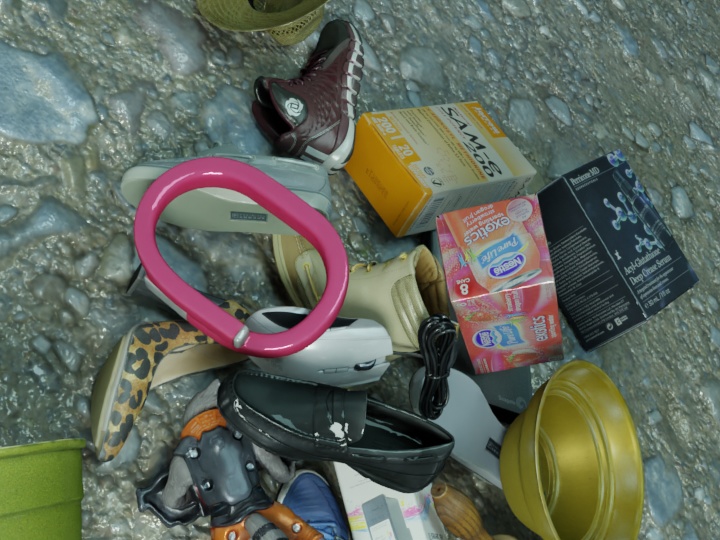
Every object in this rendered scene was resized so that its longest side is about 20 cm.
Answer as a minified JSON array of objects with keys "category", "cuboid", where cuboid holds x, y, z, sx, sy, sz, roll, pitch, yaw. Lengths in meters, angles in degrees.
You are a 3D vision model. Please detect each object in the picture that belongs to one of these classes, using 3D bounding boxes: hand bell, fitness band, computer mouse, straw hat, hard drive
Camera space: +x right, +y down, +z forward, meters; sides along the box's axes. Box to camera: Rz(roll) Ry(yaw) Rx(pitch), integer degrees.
[{"category":"hand bell","cuboid":[0.111,0.246,0.967,0.201,0.103,0.105,55,37,-38]},{"category":"fitness band","cuboid":[-0.103,-0.015,0.922,0.199,0.038,0.144,35,68,10]},{"category":"computer mouse","cuboid":[-0.010,0.080,0.948,0.196,0.111,0.044,6,38,-7]},{"category":"straw hat","cuboid":[-0.080,-0.304,1.192,0.086,0.198,0.204,67,25,-50]},{"category":"hard drive","cuboid":[0.128,0.062,1.194,0.138,0.033,0.203,21,54,-30]}]

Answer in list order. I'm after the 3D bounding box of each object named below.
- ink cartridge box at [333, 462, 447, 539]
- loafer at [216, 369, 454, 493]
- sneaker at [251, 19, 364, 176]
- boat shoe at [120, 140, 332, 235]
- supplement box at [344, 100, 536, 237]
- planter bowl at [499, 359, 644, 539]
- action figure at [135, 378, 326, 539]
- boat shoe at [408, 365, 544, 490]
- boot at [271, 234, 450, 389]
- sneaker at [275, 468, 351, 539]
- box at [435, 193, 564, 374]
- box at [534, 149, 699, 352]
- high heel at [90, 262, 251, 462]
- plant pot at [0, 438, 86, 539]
[{"category":"ink cartridge box","cuboid":[0.037,0.234,0.955,0.117,0.066,0.203,46,26,-69]},{"category":"loafer","cuboid":[-0.017,0.119,0.855,0.198,0.071,0.069,22,40,-19]},{"category":"sneaker","cuboid":[-0.061,-0.209,1.169,0.114,0.076,0.203,18,56,-27]},{"category":"boat shoe","cuboid":[-0.124,-0.083,1.015,0.197,0.070,0.072,7,57,-8]},{"category":"supplement box","cuboid":[0.090,-0.120,1.220,0.198,0.074,0.127,-14,59,-43]},{"category":"planter bowl","cuboid":[0.192,0.194,1.040,0.199,0.083,0.204,19,65,-45]},{"category":"action figure","cuboid":[-0.073,0.171,0.862,0.198,0.105,0.195,-29,75,-18]},{"category":"boat shoe","cuboid":[0.100,0.159,1.083,0.201,0.085,0.075,40,69,-32]},{"category":"boot","cuboid":[0.000,0.000,1.031,0.072,0.154,0.203,6,62,-52]},{"category":"sneaker","cuboid":[-0.025,0.265,0.912,0.075,0.077,0.203,-2,64,-26]},{"category":"box","cuboid":[0.142,0.020,1.062,0.201,0.101,0.096,65,17,-62]},{"category":"box","cuboid":[0.304,-0.027,1.340,0.148,0.107,0.202,-25,82,-44]},{"category":"high heel","cuboid":[-0.149,0.095,0.918,0.141,0.071,0.202,28,44,-21]},{"category":"plant pot","cuboid":[-0.264,0.222,0.683,0.198,0.199,0.196,-2,79,-40]}]
